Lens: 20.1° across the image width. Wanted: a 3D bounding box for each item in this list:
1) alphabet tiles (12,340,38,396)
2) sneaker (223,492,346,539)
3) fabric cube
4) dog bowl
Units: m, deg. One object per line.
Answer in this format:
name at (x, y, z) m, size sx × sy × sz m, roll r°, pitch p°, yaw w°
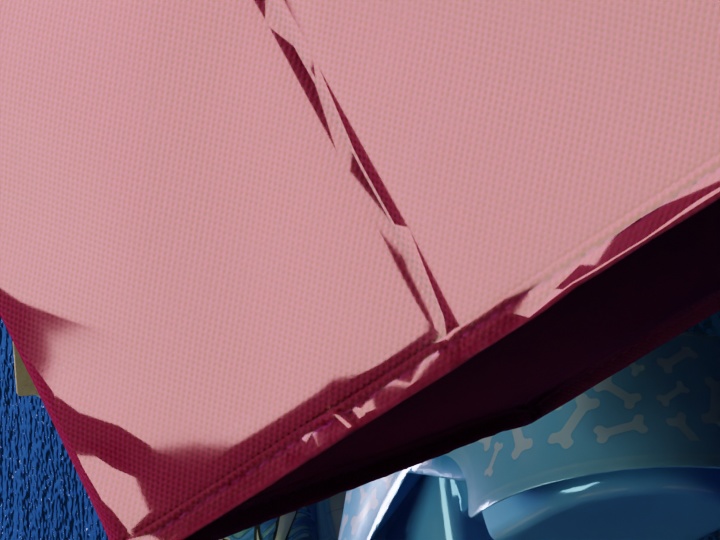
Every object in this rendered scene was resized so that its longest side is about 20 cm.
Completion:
alphabet tiles at (-0.056, -0.022, 0.802) m, size 0.006 × 0.166 × 0.201 m, roll -158°, pitch 65°, yaw -85°
sneaker at (-0.050, 0.100, 0.867) m, size 0.078 × 0.090 × 0.201 m, roll 32°, pitch 121°, yaw 52°
fabric cube at (0.021, -0.078, 0.467) m, size 0.200 × 0.196 × 0.200 m, roll -34°, pitch 79°, yaw 30°
dog bowl at (0.063, 0.074, 0.666) m, size 0.200 × 0.111 × 0.050 m, roll -40°, pitch 47°, yaw 54°
